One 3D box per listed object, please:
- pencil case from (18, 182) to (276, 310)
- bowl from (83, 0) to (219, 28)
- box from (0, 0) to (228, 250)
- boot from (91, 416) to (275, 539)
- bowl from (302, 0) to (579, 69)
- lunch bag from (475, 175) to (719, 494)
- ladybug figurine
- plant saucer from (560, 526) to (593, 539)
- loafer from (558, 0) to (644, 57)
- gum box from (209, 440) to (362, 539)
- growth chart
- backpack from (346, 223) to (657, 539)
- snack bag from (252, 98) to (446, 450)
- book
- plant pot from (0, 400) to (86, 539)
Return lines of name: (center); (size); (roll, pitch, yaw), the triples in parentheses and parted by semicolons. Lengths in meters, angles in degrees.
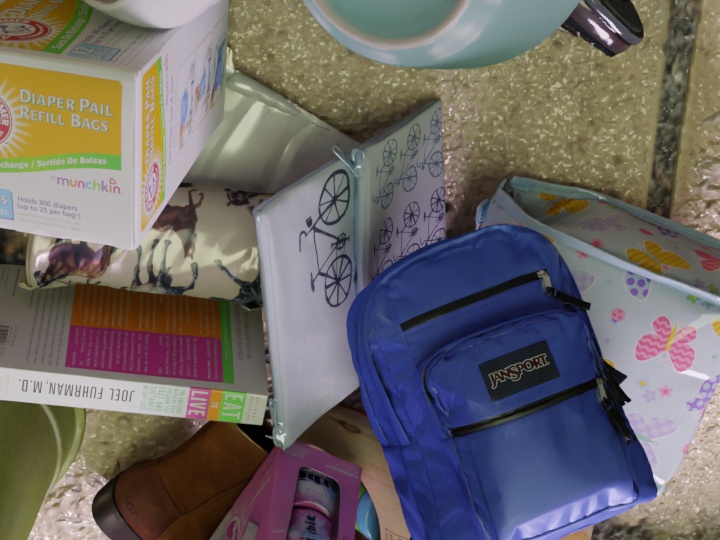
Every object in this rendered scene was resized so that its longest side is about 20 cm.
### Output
pencil case: (-0.129, -0.016, 0.823); (0.198, 0.078, 0.090); (6, 108, -10)
bowl: (-0.095, -0.239, 0.669); (0.200, 0.200, 0.074); (-51, 140, 13)
box: (-0.153, -0.107, 0.705); (0.111, 0.200, 0.102); (8, 118, 4)
boot: (-0.084, 0.190, 0.934); (0.199, 0.069, 0.188); (-32, 108, 35)
bowl: (0.033, -0.199, 0.700); (0.199, 0.105, 0.203); (13, 122, 21)
lunch bag: (0.166, 0.036, 0.886); (0.198, 0.127, 0.171); (20, 116, 11)
ladybug figurine: (0.013, 0.169, 0.910); (0.071, 0.199, 0.137); (-15, 114, -32)
plant saucer: (0.118, 0.242, 0.983); (0.199, 0.036, 0.201); (-23, 150, -15)
loafer: (0.101, -0.208, 0.785); (0.200, 0.072, 0.063); (41, 124, -18)
gum box: (-0.069, 0.220, 0.843); (0.066, 0.114, 0.201); (23, 128, -14)
growth chart: (-0.078, -0.068, 0.854); (0.199, 0.018, 0.145); (33, 109, -23)
backpack: (0.088, 0.072, 0.764); (0.161, 0.168, 0.202); (-19, 83, -14)
snack bag: (0.000, 0.000, 0.828); (0.021, 0.200, 0.190); (19, 125, 33)
book: (-0.167, 0.050, 0.837); (0.198, 0.134, 0.048); (8, 116, -12)
plant pot: (-0.298, 0.156, 0.844); (0.198, 0.190, 0.202); (-4, 119, -7)
